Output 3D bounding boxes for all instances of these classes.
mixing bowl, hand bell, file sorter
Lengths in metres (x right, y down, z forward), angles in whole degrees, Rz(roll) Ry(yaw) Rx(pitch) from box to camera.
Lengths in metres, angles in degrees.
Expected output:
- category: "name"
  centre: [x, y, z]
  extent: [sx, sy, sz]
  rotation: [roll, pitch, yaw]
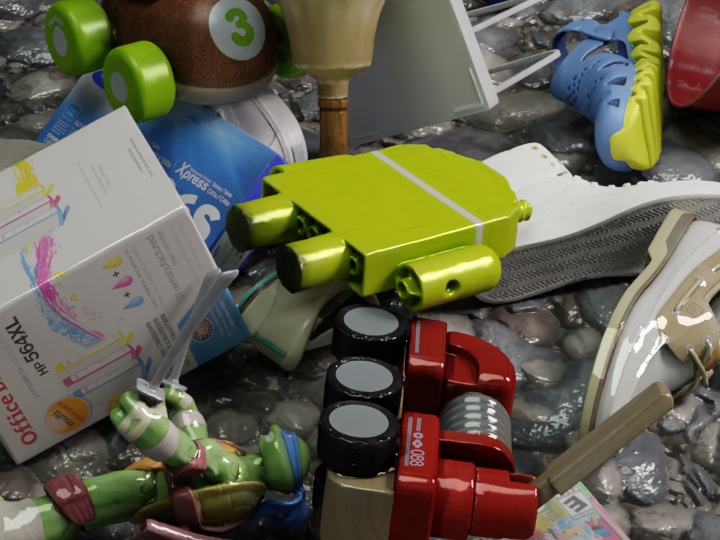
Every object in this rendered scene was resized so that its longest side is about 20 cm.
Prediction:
- category: "mixing bowl"
  centre: [0.317, -0.193, 1.606]
  extent: [0.108, 0.201, 0.201]
  rotation: [22, 39, -10]
- category: "hand bell"
  centre: [-0.020, -0.108, 1.518]
  extent: [0.103, 0.202, 0.104]
  rotation: [0, 11, 0]
- category: "file sorter"
  centre: [0.042, -0.216, 1.600]
  extent: [0.138, 0.201, 0.124]
  rotation: [-12, 13, 44]

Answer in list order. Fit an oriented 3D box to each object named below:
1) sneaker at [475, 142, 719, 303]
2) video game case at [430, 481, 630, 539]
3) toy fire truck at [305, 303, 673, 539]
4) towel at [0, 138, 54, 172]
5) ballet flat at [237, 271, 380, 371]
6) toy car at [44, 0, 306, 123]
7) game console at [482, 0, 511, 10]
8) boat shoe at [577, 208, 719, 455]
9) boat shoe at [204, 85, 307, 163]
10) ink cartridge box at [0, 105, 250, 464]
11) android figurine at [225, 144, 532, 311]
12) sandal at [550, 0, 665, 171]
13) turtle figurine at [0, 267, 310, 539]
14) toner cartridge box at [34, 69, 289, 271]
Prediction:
- category: "sneaker"
  centre: [0.160, -0.051, 1.518]
  extent: [0.199, 0.074, 0.116]
  rotation: [-10, 43, -4]
- category: "video game case"
  centre: [0.081, 0.209, 1.251]
  extent: [0.199, 0.022, 0.182]
  rotation: [-21, 42, -18]
- category: "toy fire truck"
  centre: [0.075, 0.094, 1.305]
  extent: [0.198, 0.129, 0.176]
  rotation: [8, 28, 0]
- category: "towel"
  centre: [-0.272, -0.053, 1.546]
  extent: [0.132, 0.035, 0.199]
  rotation: [-29, 23, -32]
- category: "ballet flat"
  centre: [0.000, 0.000, 1.491]
  extent: [0.069, 0.070, 0.200]
  rotation: [27, 51, 33]
- category: "toy car"
  centre: [-0.121, -0.230, 1.540]
  extent: [0.164, 0.201, 0.158]
  rotation: [-20, 39, -33]
- category: "game console"
  centre: [0.086, -0.340, 1.776]
  extent: [0.117, 0.201, 0.171]
  rotation: [7, 40, 13]
- category: "boat shoe"
  centre: [0.197, 0.042, 1.398]
  extent: [0.068, 0.075, 0.201]
  rotation: [20, 54, 15]
- category: "boat shoe"
  centre: [-0.116, -0.124, 1.648]
  extent: [0.068, 0.072, 0.200]
  rotation: [-23, 52, -23]
- category: "ink cartridge box"
  centre: [-0.197, 0.016, 1.411]
  extent: [0.199, 0.129, 0.125]
  rotation: [-30, 43, -5]
- category: "android figurine"
  centre: [0.019, -0.033, 1.417]
  extent: [0.199, 0.041, 0.182]
  rotation: [-15, 33, -34]
- category: "sandal"
  centre: [0.180, -0.132, 1.614]
  extent: [0.086, 0.080, 0.200]
  rotation: [-1, 28, 8]
- category: "turtle figurine"
  centre: [-0.140, 0.093, 1.309]
  extent: [0.193, 0.201, 0.144]
  rotation: [-22, 26, -6]
- category: "toner cartridge box"
  centre: [-0.141, -0.078, 1.575]
  extent: [0.200, 0.043, 0.095]
  rotation: [32, 84, 37]
